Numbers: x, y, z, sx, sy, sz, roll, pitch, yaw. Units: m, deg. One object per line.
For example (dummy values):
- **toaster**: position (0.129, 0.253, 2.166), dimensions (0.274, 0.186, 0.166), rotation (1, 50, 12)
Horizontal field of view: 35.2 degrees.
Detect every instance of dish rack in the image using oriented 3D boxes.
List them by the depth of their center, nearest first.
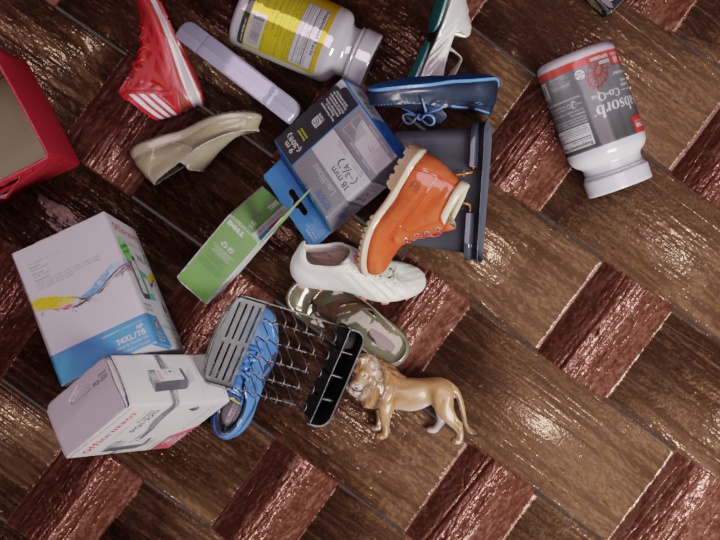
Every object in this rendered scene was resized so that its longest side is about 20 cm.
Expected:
- **dish rack**: position (-0.111, 0.121, 1.577), dimensions (0.200, 0.055, 0.153), rotation (19, 100, -25)

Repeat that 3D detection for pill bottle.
- **pill bottle**: position (0.335, -0.211, 1.606), dimensions (0.116, 0.116, 0.200), rotation (-20, 92, 1)
- **pill bottle**: position (-0.076, -0.335, 1.608), dimensions (0.200, 0.111, 0.111), rotation (24, 92, -1)

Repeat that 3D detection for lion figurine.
- **lion figurine**: position (0.074, 0.181, 1.638), dimensions (0.200, 0.072, 0.123), rotation (2, 103, -6)

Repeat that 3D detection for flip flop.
- **flip flop**: position (-0.017, 0.074, 1.646), dimensions (0.200, 0.058, 0.081), rotation (35, 92, -1)

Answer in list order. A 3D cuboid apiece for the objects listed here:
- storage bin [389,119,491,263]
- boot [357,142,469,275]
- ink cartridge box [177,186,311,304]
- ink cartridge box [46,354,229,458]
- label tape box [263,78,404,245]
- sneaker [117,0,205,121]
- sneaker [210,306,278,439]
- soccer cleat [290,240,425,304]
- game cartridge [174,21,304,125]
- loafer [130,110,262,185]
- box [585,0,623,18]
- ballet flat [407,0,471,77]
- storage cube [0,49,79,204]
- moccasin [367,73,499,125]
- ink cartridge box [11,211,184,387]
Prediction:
- **storage bin**: position (0.110, -0.113, 1.608), dimensions (0.134, 0.146, 0.200), rotation (3, 92, 10)
- **boot**: position (0.069, -0.060, 1.530), dimensions (0.107, 0.075, 0.200), rotation (32, 117, 9)
- **ink cartridge box**: position (-0.162, -0.051, 1.576), dimensions (0.059, 0.104, 0.200), rotation (43, 125, -2)
- **ink cartridge box**: position (-0.302, 0.183, 1.556), dimensions (0.146, 0.200, 0.085), rotation (-38, 65, 26)
- **label tape box**: position (-0.047, -0.145, 1.590), dimensions (0.200, 0.063, 0.144), rotation (-40, 72, 19)
- **sneaker**: position (-0.311, -0.310, 1.628), dimensions (0.115, 0.078, 0.200), rotation (-24, 90, 0)
- **sneaker**: position (-0.166, 0.149, 1.641), dimensions (0.066, 0.078, 0.200), rotation (18, 90, 2)
- **soccer cleat**: position (0.000, 0.000, 1.619), dimensions (0.200, 0.078, 0.069), rotation (6, 48, -10)
- **game cartridge**: position (-0.166, -0.276, 1.599), dimensions (0.200, 0.133, 0.040), rotation (37, 98, -1)
- **loafer**: position (-0.230, -0.178, 1.636), dimensions (0.200, 0.076, 0.068), rotation (-18, 93, 10)
- **box**: position (0.355, -0.503, 1.632), dimensions (0.200, 0.050, 0.199), rotation (-44, 90, 2)
- **ballet flat**: position (0.122, -0.330, 1.635), dimensions (0.069, 0.069, 0.200), rotation (20, 98, 0)
- **storage cube**: position (-0.523, -0.188, 1.582), dimensions (0.171, 0.180, 0.200), rotation (-28, 92, 1)
- **moccasin**: position (0.107, -0.235, 1.585), dimensions (0.200, 0.080, 0.068), rotation (-6, 109, -18)
- **ink cartridge box**: position (-0.364, 0.046, 1.586), dimensions (0.146, 0.147, 0.200), rotation (-25, 80, 2)
